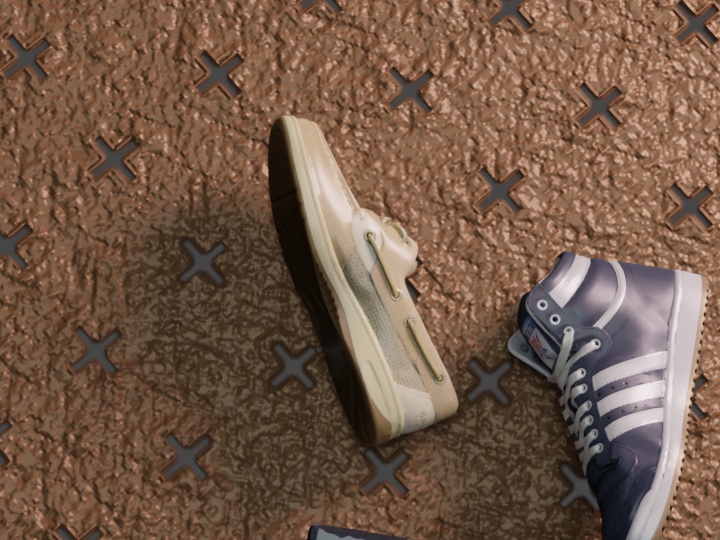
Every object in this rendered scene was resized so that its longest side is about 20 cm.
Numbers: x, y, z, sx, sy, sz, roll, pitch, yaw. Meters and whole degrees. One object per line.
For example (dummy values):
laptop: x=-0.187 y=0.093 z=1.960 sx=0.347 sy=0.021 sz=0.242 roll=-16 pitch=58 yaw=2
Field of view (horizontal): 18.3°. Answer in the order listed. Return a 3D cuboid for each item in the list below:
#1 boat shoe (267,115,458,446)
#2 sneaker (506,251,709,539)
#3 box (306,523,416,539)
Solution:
boat shoe: x=0.000 y=0.000 z=1.309 sx=0.065 sy=0.072 sz=0.200 roll=-18 pitch=81 yaw=-17
sneaker: x=0.133 y=0.077 z=1.283 sx=0.108 sy=0.070 sz=0.200 roll=16 pitch=57 yaw=-2
box: x=0.052 y=0.256 z=1.228 sx=0.199 sy=0.117 sz=0.197 roll=9 pitch=77 yaw=-1
